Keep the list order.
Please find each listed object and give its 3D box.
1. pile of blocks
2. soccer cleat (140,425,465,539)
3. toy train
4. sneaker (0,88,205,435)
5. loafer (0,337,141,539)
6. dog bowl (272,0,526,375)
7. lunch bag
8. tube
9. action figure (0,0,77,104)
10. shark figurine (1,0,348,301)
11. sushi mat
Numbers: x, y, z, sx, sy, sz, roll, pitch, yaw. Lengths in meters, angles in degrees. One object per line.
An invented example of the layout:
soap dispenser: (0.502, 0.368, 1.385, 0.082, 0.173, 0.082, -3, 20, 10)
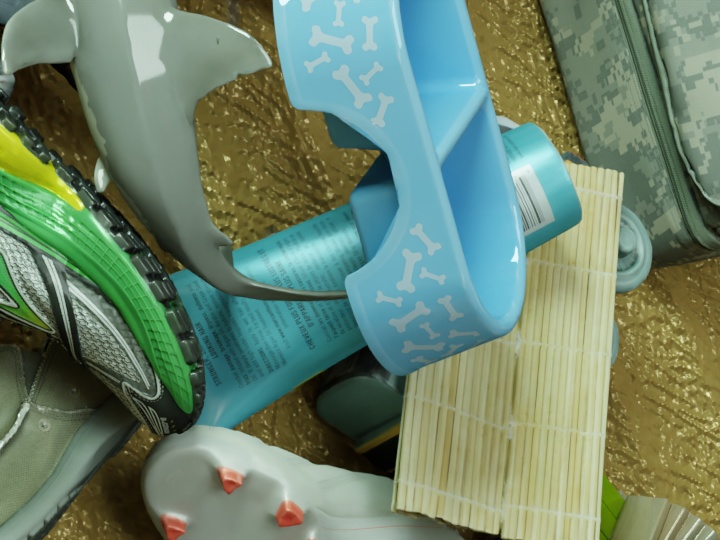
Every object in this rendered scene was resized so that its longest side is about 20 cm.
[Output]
pile of blocks: (0.129, 0.136, 1.341, 0.082, 0.200, 0.062, -48, 131, -10)
soccer cleat: (-0.022, 0.113, 1.302, 0.200, 0.069, 0.078, 32, 28, -34)
toy train: (0.059, 0.020, 1.386, 0.114, 0.085, 0.200, 35, 58, -17)
sneaker: (-0.139, -0.006, 1.185, 0.085, 0.078, 0.200, -43, 101, 3)
loafer: (-0.145, 0.074, 1.214, 0.070, 0.075, 0.200, 40, 45, 1)
dog bowl: (0.020, -0.055, 1.212, 0.111, 0.050, 0.200, -55, 132, -62)
lunch bag: (0.198, -0.113, 1.474, 0.139, 0.168, 0.200, -12, 87, -41)
tube: (0.000, 0.000, 1.305, 0.200, 0.050, 0.077, -26, 73, -10)
action figure: (-0.153, -0.102, 1.250, 0.193, 0.105, 0.200, 23, 90, -26)
shark figurine: (-0.065, -0.060, 1.180, 0.215, 0.089, 0.128, 69, 26, -18)
sushi mat: (0.068, 0.030, 1.333, 0.096, 0.012, 0.200, 15, 60, -14)
